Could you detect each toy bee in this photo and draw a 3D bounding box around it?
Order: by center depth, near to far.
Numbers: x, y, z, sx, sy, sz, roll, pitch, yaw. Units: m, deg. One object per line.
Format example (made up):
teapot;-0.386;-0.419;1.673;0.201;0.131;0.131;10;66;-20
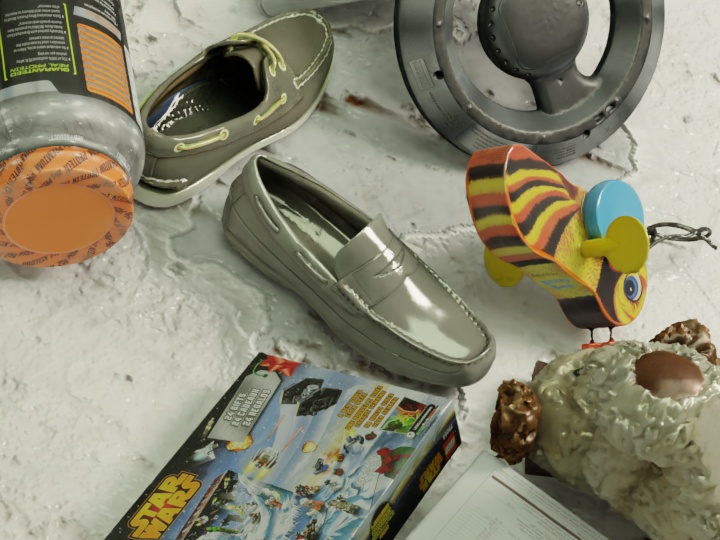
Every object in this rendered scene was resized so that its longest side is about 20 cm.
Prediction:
toy bee;0.148;-0.003;1.502;0.200;0.131;0.109;14;74;-19

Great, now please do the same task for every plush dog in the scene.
plush dog;0.169;0.094;1.338;0.200;0.161;0.172;-11;24;-38

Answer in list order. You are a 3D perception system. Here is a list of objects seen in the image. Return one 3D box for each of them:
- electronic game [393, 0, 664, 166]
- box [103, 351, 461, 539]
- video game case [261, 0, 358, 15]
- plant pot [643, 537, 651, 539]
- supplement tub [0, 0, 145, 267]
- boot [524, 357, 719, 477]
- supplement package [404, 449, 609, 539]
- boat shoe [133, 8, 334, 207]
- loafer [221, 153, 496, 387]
electronic game;0.115;-0.167;1.591;0.200;0.200;0.042;-9;12;-22
box;-0.049;0.135;1.346;0.137;0.040;0.200;13;45;30
video game case;0.022;-0.270;1.681;0.182;0.023;0.200;-8;51;11
plant pot;0.232;0.228;1.396;0.200;0.028;0.200;8;50;-10
supplement tub;-0.200;-0.109;1.475;0.122;0.123;0.200;0;53;-16
boot;0.181;0.127;1.421;0.166;0.072;0.200;1;39;3
supplement package;0.044;0.217;1.296;0.114;0.110;0.200;36;52;13
boat shoe;-0.080;-0.117;1.555;0.072;0.060;0.202;37;52;14
loafer;0.000;0.000;1.480;0.200;0.070;0.070;33;51;11
